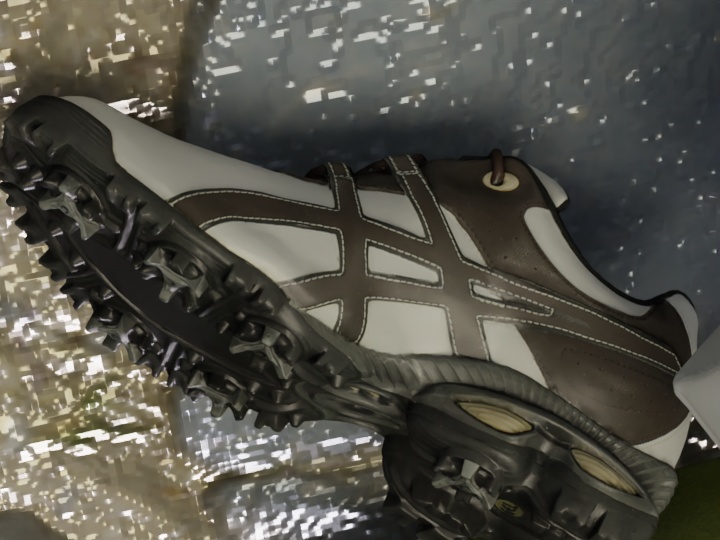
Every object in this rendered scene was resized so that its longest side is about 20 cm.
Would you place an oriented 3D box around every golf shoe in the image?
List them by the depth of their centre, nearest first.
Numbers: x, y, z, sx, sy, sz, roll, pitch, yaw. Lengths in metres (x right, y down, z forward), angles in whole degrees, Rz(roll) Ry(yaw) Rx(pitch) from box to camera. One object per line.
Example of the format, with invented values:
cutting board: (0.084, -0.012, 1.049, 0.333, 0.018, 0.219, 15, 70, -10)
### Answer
golf shoe: (0.000, 0.000, 0.650, 0.199, 0.095, 0.078, 33, 155, -10)

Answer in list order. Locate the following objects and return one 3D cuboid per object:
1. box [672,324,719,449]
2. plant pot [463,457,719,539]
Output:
box: (0.221, 0.034, 0.590, 0.199, 0.131, 0.200, -40, 94, -29)
plant pot: (0.068, 0.143, 0.710, 0.199, 0.188, 0.188, -5, 126, 6)
